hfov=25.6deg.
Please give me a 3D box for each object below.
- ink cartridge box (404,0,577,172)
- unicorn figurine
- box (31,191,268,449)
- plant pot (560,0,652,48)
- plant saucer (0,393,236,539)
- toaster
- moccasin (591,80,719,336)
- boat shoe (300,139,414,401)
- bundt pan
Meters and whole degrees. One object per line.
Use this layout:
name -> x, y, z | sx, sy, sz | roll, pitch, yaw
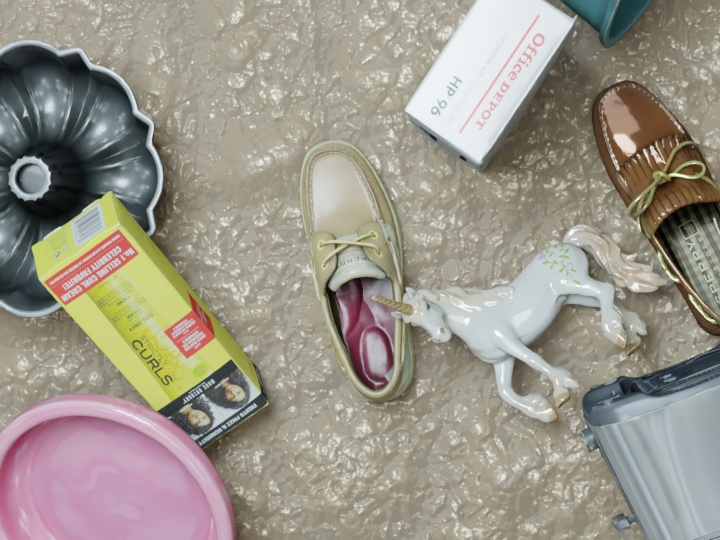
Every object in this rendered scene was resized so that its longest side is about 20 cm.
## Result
ink cartridge box -> 0.090, -0.136, 1.108 | 0.067, 0.200, 0.117 | 34, 93, 2
unicorn figurine -> 0.119, 0.037, 1.167 | 0.199, 0.074, 0.138 | -33, 71, -26
box -> -0.149, 0.041, 1.152 | 0.075, 0.050, 0.201 | -33, 124, 3
plant pot -> 0.147, -0.294, 1.114 | 0.195, 0.200, 0.201 | 34, 93, 9
plant saucer -> -0.182, 0.175, 1.180 | 0.198, 0.051, 0.203 | 7, 117, 13
toaster -> 0.265, 0.122, 1.150 | 0.198, 0.114, 0.131 | -22, 94, 2
moccasin -> 0.230, -0.046, 1.161 | 0.073, 0.078, 0.204 | -22, 86, 4
boat shoe -> 0.000, 0.000, 1.184 | 0.073, 0.066, 0.203 | -16, 90, 4
bundt pan -> -0.239, -0.067, 1.193 | 0.199, 0.076, 0.205 | 0, 91, 3
